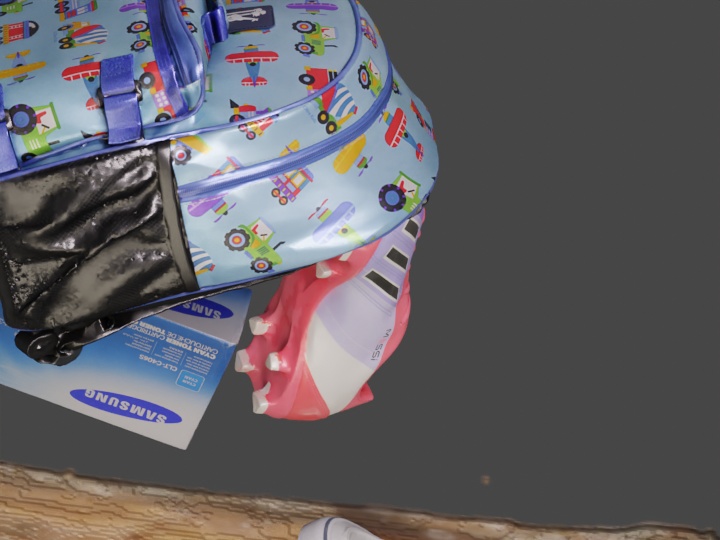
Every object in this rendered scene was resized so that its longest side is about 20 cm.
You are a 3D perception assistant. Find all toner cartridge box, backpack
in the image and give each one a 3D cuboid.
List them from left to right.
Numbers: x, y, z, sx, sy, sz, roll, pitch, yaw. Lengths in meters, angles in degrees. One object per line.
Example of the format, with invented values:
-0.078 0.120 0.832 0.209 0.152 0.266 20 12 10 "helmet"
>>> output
-0.166 0.018 1.341 0.199 0.043 0.095 20 136 -8 "toner cartridge box"
-0.072 -0.067 1.146 0.199 0.183 0.135 -13 118 4 "backpack"

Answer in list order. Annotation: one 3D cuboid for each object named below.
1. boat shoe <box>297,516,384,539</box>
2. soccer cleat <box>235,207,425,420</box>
0.044 0.192 1.455 0.065 0.074 0.200 -27 134 27 "boat shoe"
0.000 0.000 1.282 0.076 0.067 0.200 -3 137 -30 "soccer cleat"
